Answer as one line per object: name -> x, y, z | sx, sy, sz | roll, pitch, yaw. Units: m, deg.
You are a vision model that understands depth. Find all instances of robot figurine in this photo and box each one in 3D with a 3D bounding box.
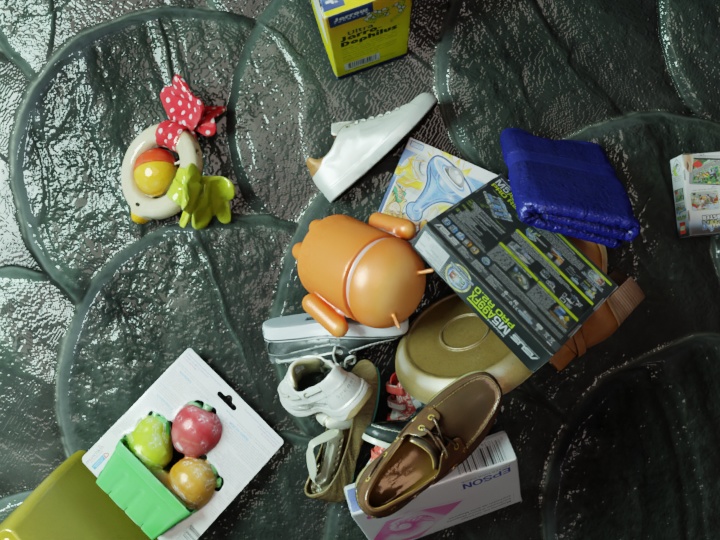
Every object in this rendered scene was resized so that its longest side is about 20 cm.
robot figurine -> -0.001, 0.002, 0.792 | 0.143, 0.199, 0.118 | -23, 123, -35

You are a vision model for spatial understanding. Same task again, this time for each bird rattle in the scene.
bird rattle -> -0.258, -0.147, 0.850 | 0.161, 0.113, 0.202 | -19, 84, 17

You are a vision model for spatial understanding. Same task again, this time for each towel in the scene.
towel -> 0.251, -0.105, 0.789 | 0.146, 0.201, 0.050 | 10, 127, -2

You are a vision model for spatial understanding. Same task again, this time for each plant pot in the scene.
plant pot -> -0.392, 0.382, 0.788 | 0.200, 0.176, 0.200 | -43, 87, -1
plant pot -> 0.131, 0.082, 0.781 | 0.198, 0.201, 0.028 | -26, 121, 1

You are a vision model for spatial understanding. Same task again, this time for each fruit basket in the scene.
fruit basket -> -0.235, 0.240, 0.846 | 0.185, 0.094, 0.200 | 42, 74, 3

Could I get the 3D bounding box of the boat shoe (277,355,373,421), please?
boat shoe -> -0.059, 0.135, 0.782 | 0.069, 0.199, 0.071 | 47, 62, -16

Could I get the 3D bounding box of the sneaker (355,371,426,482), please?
sneaker -> 0.047, 0.199, 0.818 | 0.201, 0.067, 0.108 | -37, 104, -11

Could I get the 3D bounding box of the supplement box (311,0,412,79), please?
supplement box -> -0.004, -0.339, 0.796 | 0.108, 0.200, 0.110 | -19, 87, 1

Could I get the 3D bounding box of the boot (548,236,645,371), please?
boot -> 0.256, 0.020, 0.834 | 0.155, 0.077, 0.200 | -42, 103, 5

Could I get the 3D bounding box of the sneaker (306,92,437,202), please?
sneaker -> 0.011, -0.186, 0.851 | 0.199, 0.073, 0.085 | -40, 89, 1

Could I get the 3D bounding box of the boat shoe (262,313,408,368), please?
boat shoe -> -0.032, 0.094, 0.838 | 0.197, 0.074, 0.069 | -6, 104, 7

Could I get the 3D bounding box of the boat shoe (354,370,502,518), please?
boat shoe -> 0.076, 0.184, 0.665 | 0.200, 0.068, 0.072 | -42, 80, -7

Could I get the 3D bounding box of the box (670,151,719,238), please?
box -> 0.526, -0.107, 0.850 | 0.197, 0.035, 0.112 | -4, 87, 2

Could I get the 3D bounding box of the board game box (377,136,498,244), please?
board game box -> 0.130, -0.077, 0.862 | 0.198, 0.034, 0.137 | 23, 88, 3

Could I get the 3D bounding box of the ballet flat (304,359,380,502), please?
ballet flat -> -0.031, 0.210, 0.815 | 0.072, 0.068, 0.202 | 5, 110, -36

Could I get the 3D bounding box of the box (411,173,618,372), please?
box -> 0.182, -0.005, 0.742 | 0.160, 0.044, 0.200 | -33, 74, -36

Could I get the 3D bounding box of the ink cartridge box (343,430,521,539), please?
ink cartridge box -> 0.098, 0.283, 0.773 | 0.194, 0.201, 0.044 | -20, 48, 1

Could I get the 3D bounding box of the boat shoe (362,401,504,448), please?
boat shoe -> 0.095, 0.184, 0.759 | 0.197, 0.074, 0.067 | 11, 88, -22
